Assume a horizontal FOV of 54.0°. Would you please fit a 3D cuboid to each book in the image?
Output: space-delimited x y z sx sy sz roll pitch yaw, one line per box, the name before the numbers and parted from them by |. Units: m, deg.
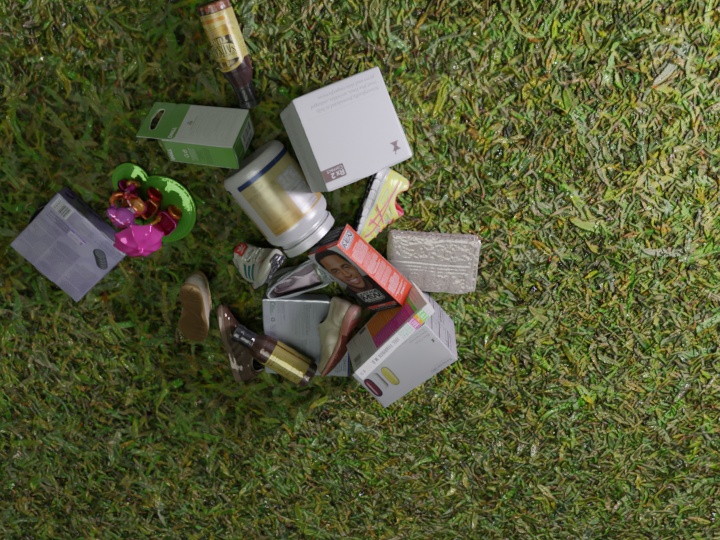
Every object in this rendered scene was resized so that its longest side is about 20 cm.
book | 0.058 0.121 1.451 0.200 0.134 0.048 -44 108 7

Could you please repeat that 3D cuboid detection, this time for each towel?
towel | 0.152 -0.019 1.494 0.198 0.035 0.134 5 115 4

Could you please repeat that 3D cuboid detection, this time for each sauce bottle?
sauce bottle | -0.240 -0.403 1.323 0.066 0.066 0.201 -15 115 12
sauce bottle | -0.192 0.184 1.559 0.199 0.065 0.065 33 114 -10

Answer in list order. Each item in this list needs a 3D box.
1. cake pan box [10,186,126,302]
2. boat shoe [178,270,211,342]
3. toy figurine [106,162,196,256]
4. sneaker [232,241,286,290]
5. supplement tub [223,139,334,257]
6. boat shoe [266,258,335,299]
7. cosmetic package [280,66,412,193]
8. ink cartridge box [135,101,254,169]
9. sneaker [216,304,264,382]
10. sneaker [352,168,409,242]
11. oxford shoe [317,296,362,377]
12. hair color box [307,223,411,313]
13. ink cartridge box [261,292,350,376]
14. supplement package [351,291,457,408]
cake pan box | -0.630 -0.056 1.534 0.184 0.052 0.200 -41 107 19
boat shoe | -0.359 0.080 1.566 0.073 0.069 0.201 17 137 1
toy figurine | -0.446 -0.110 1.417 0.150 0.184 0.200 -40 106 21
sneaker | -0.220 -0.019 1.456 0.093 0.200 0.070 41 71 -8
supplement tub | -0.158 -0.140 1.399 0.144 0.145 0.200 -32 110 18
boat shoe | -0.108 0.012 1.511 0.201 0.065 0.075 -18 114 10
cosmetic package | -0.032 -0.245 1.268 0.164 0.200 0.166 -24 100 -10
ink cartridge box | -0.315 -0.263 1.361 0.198 0.104 0.059 8 146 11
sneaker | -0.274 0.159 1.609 0.075 0.071 0.201 -15 118 -9
sneaker | 0.040 -0.112 1.435 0.090 0.078 0.201 17 118 -11
oxford shoe | -0.060 0.143 1.538 0.074 0.071 0.201 31 117 15
hair color box | 0.000 0.000 1.438 0.200 0.061 0.101 42 145 -24
ink cartridge box | -0.119 0.146 1.592 0.198 0.041 0.201 4 117 2
supplement package | 0.095 0.167 1.520 0.200 0.156 0.111 -38 108 20
